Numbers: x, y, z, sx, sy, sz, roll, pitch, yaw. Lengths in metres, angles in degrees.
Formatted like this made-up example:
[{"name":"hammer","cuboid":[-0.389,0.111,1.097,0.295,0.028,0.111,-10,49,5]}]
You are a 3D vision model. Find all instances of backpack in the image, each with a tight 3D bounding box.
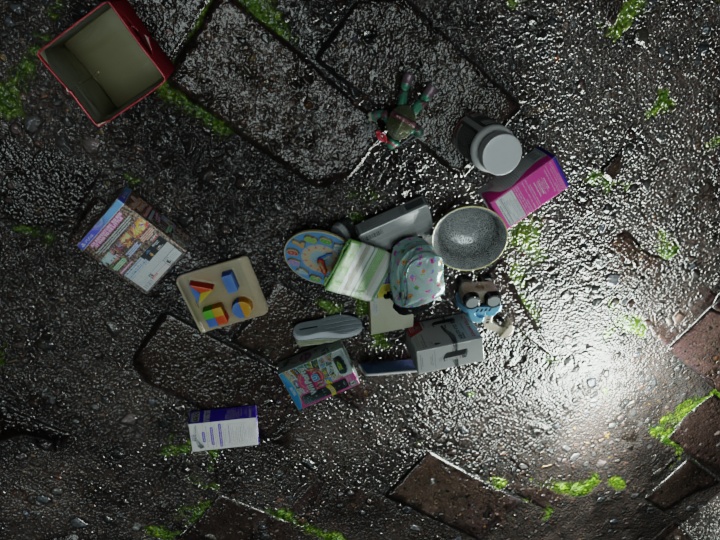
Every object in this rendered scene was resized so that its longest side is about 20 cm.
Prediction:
[{"name":"backpack","cuboid":[0.152,0.011,1.517,0.166,0.127,0.202,-22,126,-20]}]

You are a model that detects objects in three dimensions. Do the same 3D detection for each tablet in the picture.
[{"name":"tablet","cuboid":[0.101,0.286,1.685,0.198,0.130,0.014,-4,95,-9]}]

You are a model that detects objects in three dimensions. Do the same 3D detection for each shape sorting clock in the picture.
[{"name":"shape sorting clock","cuboid":[-0.104,-0.030,1.495,0.198,0.039,0.201,4,138,3]}]

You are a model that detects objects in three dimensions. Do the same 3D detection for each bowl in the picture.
[{"name":"bowl","cuboid":[0.287,-0.108,1.527,0.198,0.095,0.202,2,127,2]}]

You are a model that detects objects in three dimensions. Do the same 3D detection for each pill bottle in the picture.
[{"name":"pill bottle","cuboid":[0.306,-0.305,1.382,0.113,0.200,0.115,-4,118,-8]}]

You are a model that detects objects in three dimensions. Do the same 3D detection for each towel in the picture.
[{"name":"towel","cuboid":[0.000,0.000,1.487,0.199,0.031,0.150,18,103,-50]}]

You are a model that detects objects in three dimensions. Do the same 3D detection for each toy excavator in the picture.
[{"name":"toy excavator","cuboid":[0.366,0.116,1.677,0.192,0.100,0.201,-2,130,-7]}]

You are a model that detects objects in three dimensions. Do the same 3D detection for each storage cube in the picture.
[{"name":"storage cube","cuboid":[-0.509,-0.432,1.177,0.199,0.180,0.172,-32,118,5]}]

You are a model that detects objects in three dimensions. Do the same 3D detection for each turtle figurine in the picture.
[{"name":"turtle figurine","cuboid":[0.101,-0.364,1.377,0.149,0.101,0.201,23,104,-20]}]

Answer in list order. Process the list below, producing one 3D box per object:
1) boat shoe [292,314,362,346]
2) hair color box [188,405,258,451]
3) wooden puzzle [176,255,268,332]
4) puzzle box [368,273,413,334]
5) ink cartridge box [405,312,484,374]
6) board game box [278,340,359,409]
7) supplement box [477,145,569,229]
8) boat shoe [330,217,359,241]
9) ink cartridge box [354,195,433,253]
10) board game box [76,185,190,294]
[{"name":"boat shoe","cuboid":[-0.094,0.173,1.632,0.198,0.073,0.062,-5,142,-4]},{"name":"hair color box","cuboid":[-0.409,0.474,1.717,0.198,0.065,0.110,-4,118,-11]},{"name":"wooden puzzle","cuboid":[-0.367,0.071,1.532,0.198,0.046,0.187,-18,118,-1]},{"name":"puzzle box","cuboid":[0.087,0.082,1.628,0.132,0.025,0.202,-9,118,-13]},{"name":"ink cartridge box","cuboid":[0.242,0.209,1.660,0.198,0.145,0.085,-10,118,-6]},{"name":"board game box","cuboid":[-0.122,0.303,1.677,0.198,0.064,0.148,-23,118,2]},{"name":"supplement box","cuboid":[0.426,-0.218,1.505,0.199,0.101,0.104,-34,118,8]},{"name":"boat shoe","cuboid":[-0.020,-0.049,1.529,0.057,0.068,0.201,-42,128,-33]},{"name":"ink cartridge box","cuboid":[0.102,-0.095,1.540,0.198,0.044,0.174,-24,143,2]},{"name":"board game box","cuboid":[-0.548,-0.073,1.395,0.159,0.097,0.200,-43,116,12]}]
